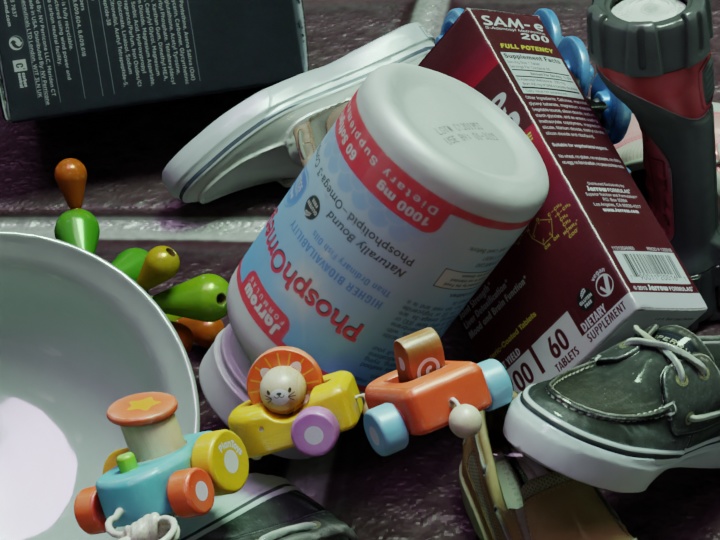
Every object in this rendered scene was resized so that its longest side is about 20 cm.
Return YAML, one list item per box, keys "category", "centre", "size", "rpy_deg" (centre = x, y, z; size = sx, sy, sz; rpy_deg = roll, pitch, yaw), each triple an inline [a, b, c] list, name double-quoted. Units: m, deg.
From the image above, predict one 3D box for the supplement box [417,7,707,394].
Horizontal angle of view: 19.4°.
- category: "supplement box"
  centre: [0.088, -0.029, 1.121]
  size: [0.061, 0.109, 0.200]
  rpy_deg: [1, 52, -43]

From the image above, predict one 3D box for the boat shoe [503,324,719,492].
- category: "boat shoe"
  centre: [0.139, 0.057, 1.019]
  size: [0.072, 0.071, 0.200]
  rpy_deg: [34, 21, 30]

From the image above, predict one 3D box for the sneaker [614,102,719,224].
- category: "sneaker"
  centre: [0.231, -0.054, 1.231]
  size: [0.200, 0.075, 0.105]
  rpy_deg: [3, 31, 28]

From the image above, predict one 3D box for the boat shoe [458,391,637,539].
- category: "boat shoe"
  centre: [0.094, 0.126, 1.001]
  size: [0.072, 0.076, 0.200]
  rpy_deg: [-19, 37, -16]

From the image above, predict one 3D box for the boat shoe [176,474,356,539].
- category: "boat shoe"
  centre: [-0.078, 0.159, 0.977]
  size: [0.071, 0.072, 0.200]
  rpy_deg: [15, 39, 35]

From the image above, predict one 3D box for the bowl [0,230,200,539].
- category: "bowl"
  centre: [-0.184, 0.088, 1.065]
  size: [0.201, 0.090, 0.201]
  rpy_deg: [5, 64, -9]

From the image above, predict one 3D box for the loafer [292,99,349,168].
- category: "loafer"
  centre: [-0.006, -0.021, 1.232]
  size: [0.063, 0.072, 0.200]
  rpy_deg: [-15, 45, 14]

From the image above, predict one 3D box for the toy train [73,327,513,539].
- category: "toy train"
  centre: [-0.040, 0.068, 0.973]
  size: [0.200, 0.056, 0.150]
  rpy_deg: [-21, 8, -18]

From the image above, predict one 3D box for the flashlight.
- category: "flashlight"
  centre: [0.161, -0.061, 1.145]
  size: [0.068, 0.200, 0.068]
  rpy_deg: [-17, 36, -13]

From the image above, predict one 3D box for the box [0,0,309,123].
- category: "box"
  centre: [-0.137, -0.167, 1.394]
  size: [0.200, 0.104, 0.148]
  rpy_deg: [-8, 9, 0]

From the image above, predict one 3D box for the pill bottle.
- category: "pill bottle"
  centre: [0.000, 0.000, 1.084]
  size: [0.109, 0.200, 0.109]
  rpy_deg: [27, 28, -16]

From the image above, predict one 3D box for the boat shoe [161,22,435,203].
- category: "boat shoe"
  centre: [-0.026, -0.086, 1.330]
  size: [0.200, 0.074, 0.067]
  rpy_deg: [-31, 78, -11]

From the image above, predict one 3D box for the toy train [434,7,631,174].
- category: "toy train"
  centre: [0.095, -0.084, 1.252]
  size: [0.087, 0.114, 0.200]
  rpy_deg: [-2, 25, -18]

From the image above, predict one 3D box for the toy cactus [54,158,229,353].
- category: "toy cactus"
  centre: [-0.166, 0.010, 1.181]
  size: [0.200, 0.102, 0.165]
  rpy_deg: [17, 26, 31]
